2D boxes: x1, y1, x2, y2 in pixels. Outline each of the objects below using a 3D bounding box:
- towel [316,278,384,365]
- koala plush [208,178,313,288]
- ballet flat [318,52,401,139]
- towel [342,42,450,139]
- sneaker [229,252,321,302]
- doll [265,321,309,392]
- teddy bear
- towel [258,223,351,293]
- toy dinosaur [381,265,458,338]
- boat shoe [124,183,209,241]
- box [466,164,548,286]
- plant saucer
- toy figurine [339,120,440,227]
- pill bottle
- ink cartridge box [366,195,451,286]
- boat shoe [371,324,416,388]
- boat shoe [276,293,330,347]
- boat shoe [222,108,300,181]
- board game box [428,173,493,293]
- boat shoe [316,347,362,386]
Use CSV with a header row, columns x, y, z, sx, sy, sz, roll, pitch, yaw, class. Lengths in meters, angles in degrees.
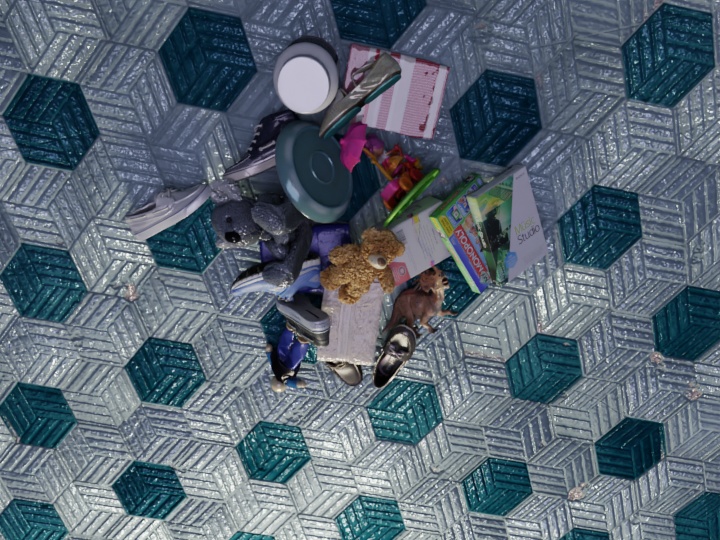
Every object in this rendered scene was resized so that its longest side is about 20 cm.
x,y,z,sx,sy,sz,roll,pitch,yaw,class
-0.021,0.103,1.388,0.129,0.035,0.205,6,105,-2,towel
-0.203,-0.091,1.282,0.195,0.185,0.181,6,128,15,koala plush
-0.011,-0.330,1.236,0.199,0.067,0.063,-38,87,6,ballet flat
0.063,-0.344,1.271,0.195,0.023,0.147,11,111,-6,towel
-0.172,0.030,1.345,0.195,0.079,0.091,-12,106,4,sneaker
-0.161,0.205,1.463,0.136,0.048,0.202,45,131,22,doll
0.000,0.000,1.284,0.197,0.067,0.146,-21,112,32,teddy bear
-0.113,-0.026,1.394,0.194,0.050,0.151,-2,107,0,towel
0.124,0.066,1.417,0.197,0.086,0.138,-22,102,27,toy dinosaur
-0.392,-0.131,1.330,0.197,0.074,0.066,-29,115,10,boat shoe
0.302,-0.091,1.335,0.143,0.036,0.203,-32,113,-22,box
-0.078,-0.192,1.244,0.027,0.201,0.202,-16,117,40,plant saucer
0.046,-0.211,1.269,0.184,0.200,0.150,45,128,3,toy figurine
-0.095,-0.347,1.170,0.116,0.201,0.122,0,114,0,pill bottle
0.123,-0.071,1.343,0.197,0.067,0.118,-28,114,-11,ink cartridge box
0.072,0.194,1.432,0.066,0.057,0.202,27,141,4,boat shoe
-0.124,0.105,1.368,0.071,0.199,0.073,-11,111,-25,boat shoe
-0.193,-0.246,1.292,0.196,0.075,0.095,-21,98,7,boat shoe
0.235,-0.074,1.337,0.135,0.029,0.201,-44,118,-17,board game box
-0.060,0.188,1.468,0.074,0.074,0.202,-30,110,12,boat shoe
